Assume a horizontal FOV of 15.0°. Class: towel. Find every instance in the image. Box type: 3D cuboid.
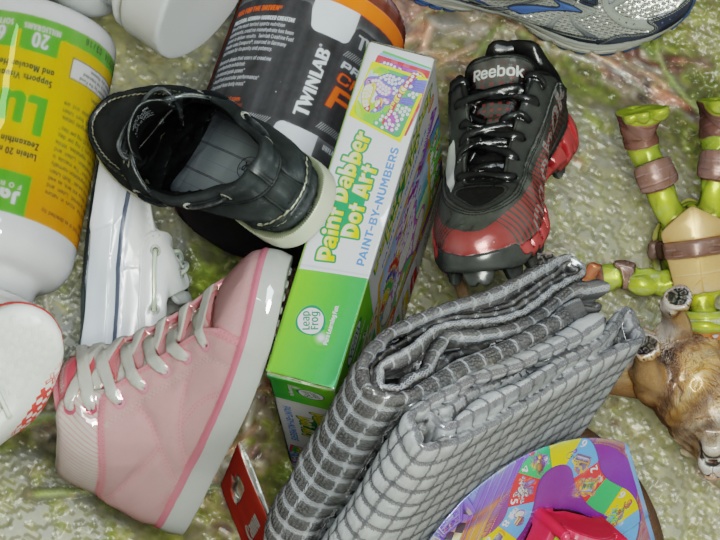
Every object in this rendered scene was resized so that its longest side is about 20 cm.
[{"bbox_3d":[0.048,0.084,1.501,0.199,0.166,0.086,-26,65,-42],"label":"towel"}]

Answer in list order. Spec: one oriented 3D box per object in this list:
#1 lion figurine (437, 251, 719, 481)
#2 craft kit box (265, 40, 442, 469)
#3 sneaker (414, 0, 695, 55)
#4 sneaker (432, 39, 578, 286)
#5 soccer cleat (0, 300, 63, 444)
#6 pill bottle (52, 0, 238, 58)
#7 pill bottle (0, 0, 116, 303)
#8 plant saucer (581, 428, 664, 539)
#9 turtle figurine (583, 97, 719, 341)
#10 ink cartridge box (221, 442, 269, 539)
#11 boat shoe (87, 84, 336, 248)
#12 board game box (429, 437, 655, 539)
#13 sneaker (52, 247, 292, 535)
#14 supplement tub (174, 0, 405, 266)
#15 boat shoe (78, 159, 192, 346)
[{"bbox_3d":[0.142,0.052,1.615,0.199,0.123,0.073,21,66,24],"label":"lion figurine"},{"bbox_3d":[0.000,0.000,1.567,0.048,0.198,0.201,14,73,10],"label":"craft kit box"},{"bbox_3d":[0.114,-0.185,1.692,0.198,0.085,0.078,7,80,-4],"label":"sneaker"},{"bbox_3d":[0.080,-0.070,1.605,0.070,0.099,0.201,-1,32,17],"label":"sneaker"},{"bbox_3d":[-0.236,0.095,1.524,0.069,0.085,0.200,42,117,-15],"label":"soccer cleat"},{"bbox_3d":[-0.165,-0.218,1.636,0.200,0.115,0.114,37,73,19],"label":"pill bottle"},{"bbox_3d":[-0.214,-0.051,1.603,0.110,0.111,0.202,11,73,-3],"label":"pill bottle"},{"bbox_3d":[0.087,0.171,1.613,0.199,0.037,0.202,2,74,-7],"label":"plant saucer"},{"bbox_3d":[0.213,-0.023,1.664,0.198,0.064,0.163,-5,97,9],"label":"turtle figurine"},{"bbox_3d":[-0.060,0.208,1.546,0.050,0.109,0.201,-18,76,-13],"label":"ink cartridge box"},{"bbox_3d":[-0.099,-0.069,1.516,0.199,0.066,0.075,32,88,46],"label":"boat shoe"},{"bbox_3d":[0.110,0.189,1.515,0.157,0.201,0.039,-33,41,-17],"label":"board game box"},{"bbox_3d":[-0.112,0.057,1.516,0.104,0.201,0.076,22,36,-7],"label":"sneaker"},{"bbox_3d":[-0.036,-0.111,1.641,0.106,0.107,0.201,19,67,-1],"label":"supplement tub"},{"bbox_3d":[-0.132,0.011,1.622,0.066,0.074,0.202,6,86,-8],"label":"boat shoe"}]
